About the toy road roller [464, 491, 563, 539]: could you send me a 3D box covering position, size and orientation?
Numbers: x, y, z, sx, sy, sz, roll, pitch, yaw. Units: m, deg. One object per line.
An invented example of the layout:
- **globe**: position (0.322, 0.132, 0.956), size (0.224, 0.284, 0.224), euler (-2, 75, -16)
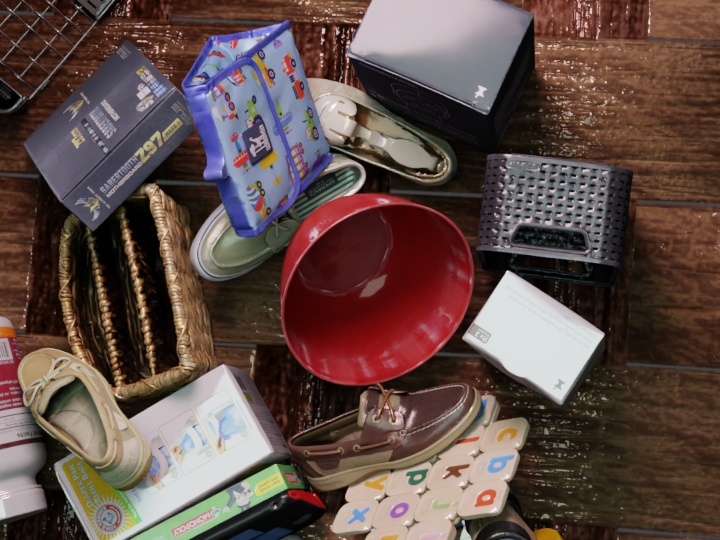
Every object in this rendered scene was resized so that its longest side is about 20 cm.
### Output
- **toy road roller**: position (0.113, 0.315, 1.551), size (0.200, 0.123, 0.146), euler (-38, 101, 7)

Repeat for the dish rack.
- **dish rack**: position (-0.357, -0.277, 1.753), size (0.153, 0.055, 0.200), euler (41, 89, 8)

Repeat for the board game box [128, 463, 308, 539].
- **board game box**: position (-0.154, 0.248, 1.629), size (0.199, 0.135, 0.029), euler (-27, 81, 3)

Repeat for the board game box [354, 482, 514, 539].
- **board game box**: position (0.099, 0.293, 1.639), size (0.151, 0.046, 0.201), euler (-20, 82, 3)

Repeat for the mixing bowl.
- **mixing bowl**: position (0.000, 0.000, 1.631), size (0.200, 0.200, 0.108), euler (-38, 37, 1)

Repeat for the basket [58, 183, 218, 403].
- **basket**: position (-0.234, 0.027, 1.656), size (0.142, 0.149, 0.201), euler (-12, 83, 5)

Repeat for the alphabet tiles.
- **alphabet tiles**: position (0.068, 0.201, 1.590), size (0.195, 0.200, 0.015), euler (-15, 124, 34)

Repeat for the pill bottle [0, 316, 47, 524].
- **pill bottle**: position (-0.383, 0.156, 1.675), size (0.113, 0.113, 0.201), euler (-17, 82, 4)

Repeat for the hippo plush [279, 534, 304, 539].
- **hippo plush**: position (-0.077, 0.358, 1.593), size (0.159, 0.161, 0.201), euler (3, 84, 6)

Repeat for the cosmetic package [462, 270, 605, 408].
- **cosmetic package**: position (0.168, 0.070, 1.580), size (0.113, 0.200, 0.081), euler (34, 88, 8)

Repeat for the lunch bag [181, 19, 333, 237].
- **lunch bag**: position (-0.113, -0.130, 1.572), size (0.094, 0.200, 0.151), euler (-10, 113, 20)

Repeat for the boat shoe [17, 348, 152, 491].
- **boat shoe**: position (-0.275, 0.133, 1.592), size (0.073, 0.063, 0.201), euler (-45, 53, 0)

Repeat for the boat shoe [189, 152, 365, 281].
- **boat shoe**: position (-0.083, -0.059, 1.661), size (0.200, 0.062, 0.072), euler (-37, 103, -17)

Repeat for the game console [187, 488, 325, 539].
- **game console**: position (-0.134, 0.267, 1.602), size (0.199, 0.177, 0.031), euler (-28, 80, 2)

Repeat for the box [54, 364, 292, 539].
- **box**: position (-0.185, 0.188, 1.649), size (0.200, 0.112, 0.102), euler (-30, 80, 3)

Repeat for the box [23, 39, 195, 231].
- **box**: position (-0.251, -0.139, 1.661), size (0.158, 0.200, 0.051), euler (-45, 120, 1)

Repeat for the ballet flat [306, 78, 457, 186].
- **ballet flat**: position (0.007, -0.142, 1.674), size (0.199, 0.062, 0.068), euler (21, 99, -2)

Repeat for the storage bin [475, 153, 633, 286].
- **storage bin**: position (0.185, -0.046, 1.591), size (0.135, 0.200, 0.094), euler (7, 84, 7)

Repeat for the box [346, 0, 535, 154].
- **box**: position (0.083, -0.206, 1.622), size (0.148, 0.200, 0.107), euler (25, 87, 8)

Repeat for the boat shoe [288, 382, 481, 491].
- **boat shoe**: position (0.021, 0.150, 1.626), size (0.199, 0.072, 0.072), euler (-23, 120, 21)
